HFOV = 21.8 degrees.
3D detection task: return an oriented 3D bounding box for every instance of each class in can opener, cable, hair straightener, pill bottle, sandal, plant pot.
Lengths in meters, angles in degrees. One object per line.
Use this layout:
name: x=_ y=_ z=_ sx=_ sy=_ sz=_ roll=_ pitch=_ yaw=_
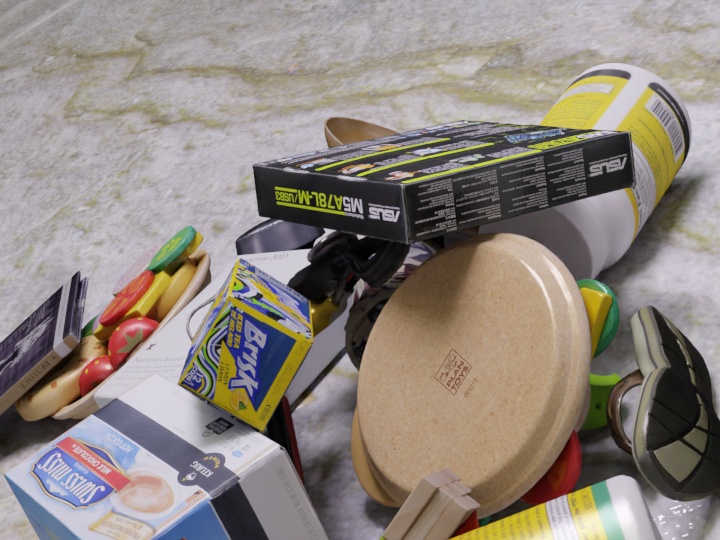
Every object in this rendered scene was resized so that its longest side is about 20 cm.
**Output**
can opener: x=-0.005 y=-0.022 z=1.609 sx=0.200 sy=0.079 sz=0.063 roll=-17 pitch=15 yaw=-4
cable: x=0.000 y=0.000 z=1.362 sx=0.200 sy=0.050 sz=0.097 roll=-25 pitch=27 yaw=56
hair straightener: x=-0.091 y=0.081 z=1.365 sx=0.077 sy=0.041 sz=0.200 roll=6 pitch=53 yaw=-21
pill bottle: x=0.076 y=0.197 z=1.019 sx=0.200 sy=0.113 sz=0.113 roll=-22 pitch=24 yaw=7
sandal: x=0.189 y=0.091 z=1.190 sx=0.057 sy=0.080 sz=0.201 roll=-36 pitch=14 yaw=19
pill bottle: x=0.175 y=-0.068 z=1.464 sx=0.114 sy=0.114 sz=0.200 roll=-6 pitch=30 yaw=36
plant pot: x=0.057 y=-0.072 z=1.550 sx=0.028 sy=0.200 sz=0.200 roll=-65 pitch=19 yaw=15

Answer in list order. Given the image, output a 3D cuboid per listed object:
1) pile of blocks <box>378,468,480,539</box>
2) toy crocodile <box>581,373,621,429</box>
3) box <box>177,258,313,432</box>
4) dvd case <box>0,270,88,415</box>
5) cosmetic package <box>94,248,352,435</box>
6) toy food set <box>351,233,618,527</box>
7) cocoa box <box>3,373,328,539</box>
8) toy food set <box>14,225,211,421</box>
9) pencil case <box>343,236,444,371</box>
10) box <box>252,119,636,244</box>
pile of blocks: x=0.014 y=0.211 z=1.122 sx=0.200 sy=0.062 sz=0.082 roll=-50 pitch=-15 yaw=-13
toy crocodile: x=0.093 y=0.074 z=1.312 sx=0.062 sy=0.068 sz=0.200 roll=-19 pitch=17 yaw=-42
box: x=-0.075 y=0.047 z=1.254 sx=0.070 sy=0.064 sz=0.200 roll=-60 pitch=5 yaw=5
dvd case: x=-0.315 y=0.095 z=1.632 sx=0.200 sy=0.016 sz=0.149 roll=-42 pitch=19 yaw=10
cosmetic package: x=-0.100 y=0.069 z=1.484 sx=0.113 sy=0.081 sz=0.200 roll=-6 pitch=31 yaw=40
toy food set: x=0.075 y=0.074 z=1.220 sx=0.198 sy=0.049 sz=0.200 roll=17 pitch=85 yaw=48
cocoa box: x=-0.121 y=0.175 z=1.222 sx=0.131 sy=0.134 sz=0.200 roll=-33 pitch=26 yaw=-20
toy food set: x=-0.203 y=0.048 z=1.597 sx=0.200 sy=0.049 sz=0.198 roll=-28 pitch=23 yaw=51
pencil case: x=0.026 y=0.012 z=1.475 sx=0.200 sy=0.089 sz=0.078 roll=-89 pitch=22 yaw=-63
box: x=0.056 y=-0.067 z=1.314 sx=0.200 sy=0.048 sz=0.193 roll=-15 pitch=17 yaw=-33
